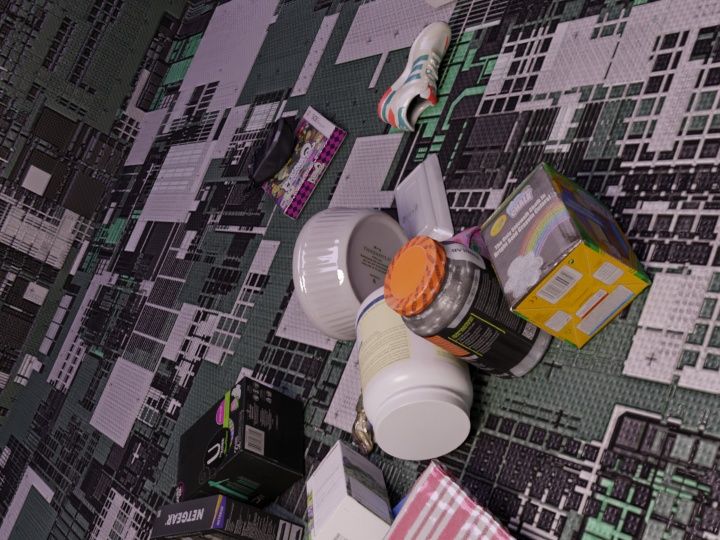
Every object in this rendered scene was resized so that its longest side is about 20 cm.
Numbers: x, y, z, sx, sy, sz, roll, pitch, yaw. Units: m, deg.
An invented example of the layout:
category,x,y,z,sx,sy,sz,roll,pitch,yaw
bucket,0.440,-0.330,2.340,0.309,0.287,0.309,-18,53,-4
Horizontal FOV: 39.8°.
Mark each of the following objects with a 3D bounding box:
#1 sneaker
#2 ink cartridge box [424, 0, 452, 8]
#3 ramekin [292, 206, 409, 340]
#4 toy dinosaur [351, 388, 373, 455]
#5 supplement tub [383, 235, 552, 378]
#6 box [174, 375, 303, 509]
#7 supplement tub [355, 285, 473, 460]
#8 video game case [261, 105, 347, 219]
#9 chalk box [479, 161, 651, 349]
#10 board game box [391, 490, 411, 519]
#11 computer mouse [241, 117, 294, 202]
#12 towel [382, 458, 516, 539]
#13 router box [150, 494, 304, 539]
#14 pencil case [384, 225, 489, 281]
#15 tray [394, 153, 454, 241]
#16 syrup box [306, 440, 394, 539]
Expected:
category,x,y,z,sx,sy,sz,roll,pitch,yaw
sneaker,0.113,-0.328,1.712,0.093,0.070,0.201,38,98,43
ink cartridge box,0.177,-0.593,1.793,0.145,0.083,0.203,-4,62,57
ramekin,0.000,0.000,1.484,0.093,0.201,0.205,-9,58,44
toy dinosaur,0.029,0.163,1.450,0.088,0.047,0.203,-28,40,55
supplement tub,0.132,0.043,1.219,0.122,0.199,0.124,-37,37,36
box,-0.197,0.300,1.618,0.200,0.123,0.150,-43,33,33
supplement tub,0.070,0.129,1.307,0.145,0.144,0.202,-43,35,31
video game case,-0.116,-0.220,2.008,0.202,0.036,0.181,-58,28,9
chalk box,0.235,-0.032,1.198,0.125,0.123,0.201,-47,31,26
board game box,0.047,0.379,1.239,0.200,0.044,0.135,-49,32,23
computer mouse,-0.180,-0.235,2.046,0.200,0.052,0.140,-47,27,50
towel,0.112,0.332,1.119,0.200,0.030,0.147,40,103,37
router box,-0.205,0.398,1.516,0.199,0.156,0.053,-23,47,48
pencil case,0.116,0.004,1.396,0.199,0.087,0.089,-25,46,48
tray,0.093,-0.095,1.581,0.107,0.022,0.202,-45,34,31
syrup box,-0.016,0.305,1.297,0.082,0.078,0.200,-52,9,5
